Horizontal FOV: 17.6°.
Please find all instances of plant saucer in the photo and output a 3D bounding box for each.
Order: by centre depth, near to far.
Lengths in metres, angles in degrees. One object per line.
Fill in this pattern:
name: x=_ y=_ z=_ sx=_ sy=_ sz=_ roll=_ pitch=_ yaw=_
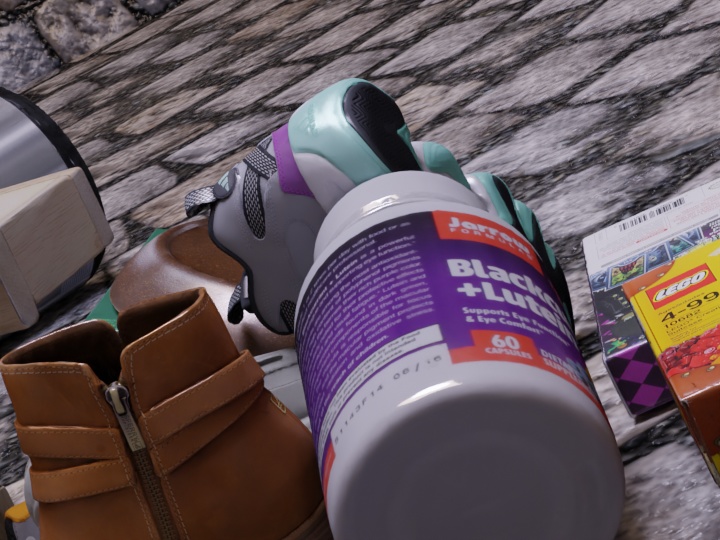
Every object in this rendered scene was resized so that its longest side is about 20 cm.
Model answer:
plant saucer: x=-0.030 y=0.005 z=1.212 sx=0.200 sy=0.032 sz=0.200 roll=4 pitch=16 yaw=-1

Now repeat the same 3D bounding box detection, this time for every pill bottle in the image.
pill bottle: x=0.032 y=0.040 z=0.931 sx=0.111 sy=0.111 sz=0.200 roll=-25 pitch=29 yaw=6

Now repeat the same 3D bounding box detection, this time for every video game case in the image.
video game case: x=0.201 y=-0.015 z=1.067 sx=0.200 sy=0.036 sz=0.181 roll=-24 pitch=15 yaw=9

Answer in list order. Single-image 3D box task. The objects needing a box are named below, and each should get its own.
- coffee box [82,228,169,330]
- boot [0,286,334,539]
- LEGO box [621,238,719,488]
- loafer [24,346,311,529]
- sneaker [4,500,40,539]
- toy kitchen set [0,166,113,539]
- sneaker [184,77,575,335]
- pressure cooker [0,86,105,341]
coffee box: x=-0.073 y=0.026 z=1.261 sx=0.123 sy=0.044 sz=0.200 roll=4 pitch=16 yaw=4
boot: x=-0.111 y=0.105 z=0.938 sx=0.200 sy=0.155 sz=0.077 roll=-22 pitch=23 yaw=11
LEGO box: x=0.212 y=0.015 z=0.864 sx=0.200 sy=0.077 sz=0.149 roll=-25 pitch=15 yaw=5
loafer: x=-0.068 y=0.074 z=1.043 sx=0.200 sy=0.070 sz=0.070 roll=-9 pitch=41 yaw=-39
sneaker: x=-0.107 y=0.106 z=1.094 sx=0.078 sy=0.077 sz=0.200 roll=-23 pitch=13 yaw=18
toy kitchen set: x=-0.193 y=0.092 z=1.043 sx=0.180 sy=0.200 sz=0.163 roll=-13 pitch=19 yaw=34
sneaker: x=0.000 y=0.000 z=1.094 sx=0.140 sy=0.200 sz=0.078 roll=-29 pitch=40 yaw=26
pressure cooker: x=-0.303 y=-0.021 z=1.662 sx=0.200 sy=0.176 sz=0.179 roll=-37 pitch=22 yaw=-34
